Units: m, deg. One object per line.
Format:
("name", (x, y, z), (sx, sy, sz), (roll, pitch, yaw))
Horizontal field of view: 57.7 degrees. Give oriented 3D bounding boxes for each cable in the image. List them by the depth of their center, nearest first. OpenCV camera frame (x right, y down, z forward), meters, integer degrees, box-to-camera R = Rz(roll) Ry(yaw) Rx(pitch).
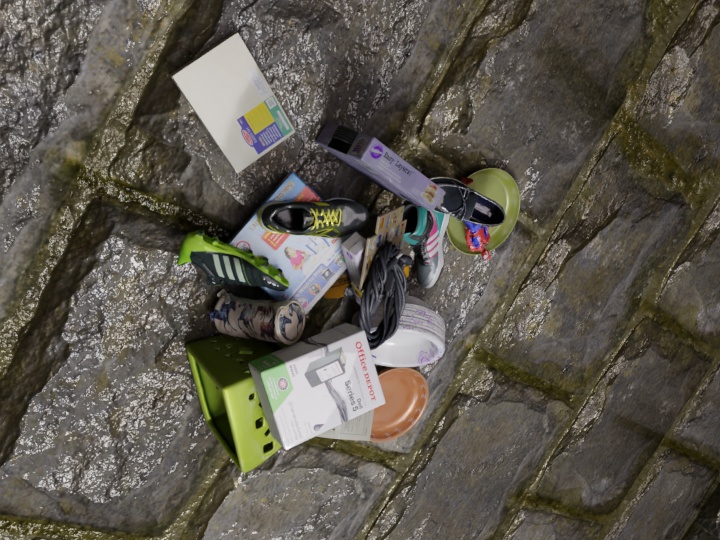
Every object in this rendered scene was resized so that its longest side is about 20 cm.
("cable", (0.045, 0.051, 1.212), (0.163, 0.051, 0.200), (44, 64, -68))

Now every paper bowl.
("paper bowl", (0.079, 0.122, 1.383), (0.200, 0.200, 0.105), (30, 52, -35))

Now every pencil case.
("pencil case", (-0.187, 0.085, 1.196), (0.078, 0.200, 0.090), (-50, 127, -35))

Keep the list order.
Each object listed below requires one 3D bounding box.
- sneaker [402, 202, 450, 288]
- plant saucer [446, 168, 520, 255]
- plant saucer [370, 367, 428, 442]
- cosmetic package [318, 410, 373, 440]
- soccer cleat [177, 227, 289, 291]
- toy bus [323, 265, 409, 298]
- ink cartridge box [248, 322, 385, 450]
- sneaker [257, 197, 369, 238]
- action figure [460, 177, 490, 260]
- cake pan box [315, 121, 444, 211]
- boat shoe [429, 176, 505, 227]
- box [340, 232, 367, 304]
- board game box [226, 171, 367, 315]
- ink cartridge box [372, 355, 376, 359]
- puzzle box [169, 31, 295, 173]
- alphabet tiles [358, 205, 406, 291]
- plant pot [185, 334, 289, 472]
("sneaker", (0.118, -0.059, 1.370), (0.120, 0.084, 0.201), (-2, 104, -34))
("plant saucer", (0.266, -0.132, 1.454), (0.199, 0.031, 0.201), (-11, 115, -24))
("plant saucer", (0.067, 0.309, 1.535), (0.200, 0.037, 0.201), (-12, 117, -24))
("cosmetic package", (-0.036, 0.283, 1.306), (0.200, 0.071, 0.106), (43, 53, -66))
("soccer cleat", (-0.223, -0.001, 1.151), (0.200, 0.068, 0.081), (26, 102, -8))
("toy bus", (0.000, 0.000, 1.345), (0.200, 0.065, 0.079), (-16, 117, -22))
("ink cartridge box", (-0.074, 0.196, 1.142), (0.200, 0.084, 0.146), (-21, 102, -22))
("sneaker", (-0.079, -0.087, 1.154), (0.199, 0.085, 0.075), (-4, 100, -12))
("action figure", (0.245, -0.101, 1.411), (0.065, 0.052, 0.200), (-37, 126, -15))
("cake pan box", (0.031, -0.194, 1.204), (0.200, 0.184, 0.052), (30, 91, -34))
("boat shoe", (0.208, -0.136, 1.320), (0.200, 0.062, 0.075), (19, 101, -19))
("box", (0.004, 0.008, 1.236), (0.041, 0.039, 0.200), (-41, 150, -19))
("board game box", (-0.122, -0.045, 1.224), (0.196, 0.056, 0.200), (42, 88, -15))
("ink cartridge box", (-0.062, 0.233, 1.405), (0.095, 0.037, 0.200), (27, 113, -34))
("puzzle box", (-0.215, -0.284, 1.124), (0.133, 0.025, 0.200), (-37, 124, -10))
("alphabet tiles", (0.044, -0.033, 1.231), (0.200, 0.006, 0.167), (-32, 135, -63))
("plant pot", (-0.202, 0.227, 1.259), (0.181, 0.200, 0.200), (-22, 121, -27))
